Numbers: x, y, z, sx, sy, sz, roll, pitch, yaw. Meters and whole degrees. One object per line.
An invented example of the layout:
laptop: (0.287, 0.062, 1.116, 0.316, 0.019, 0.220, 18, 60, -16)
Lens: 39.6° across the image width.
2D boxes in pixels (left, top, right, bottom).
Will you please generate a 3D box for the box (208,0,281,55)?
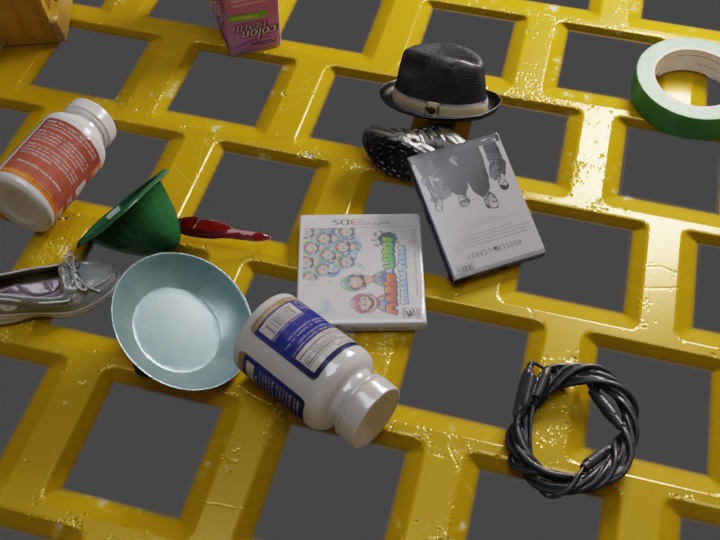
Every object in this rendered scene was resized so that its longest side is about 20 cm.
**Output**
box: (-0.210, -0.511, 1.721, 0.096, 0.201, 0.177, -16, 54, -12)

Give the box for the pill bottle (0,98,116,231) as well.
pill bottle: (-0.456, -0.164, 1.503, 0.111, 0.113, 0.201, 20, 54, 15)

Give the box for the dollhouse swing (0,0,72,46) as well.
dollhouse swing: (-0.621, -0.487, 1.719, 0.198, 0.177, 0.183, -4, 52, -2)

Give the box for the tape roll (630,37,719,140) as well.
tape roll: (0.552, -0.303, 1.655, 0.198, 0.048, 0.202, 0, 51, 0)

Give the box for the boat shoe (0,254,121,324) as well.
boat shoe: (-0.434, 0.022, 1.386, 0.200, 0.065, 0.075, -9, 52, -7)

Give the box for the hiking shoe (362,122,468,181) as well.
hiking shoe: (0.102, -0.189, 1.559, 0.198, 0.076, 0.101, 19, 45, 3)

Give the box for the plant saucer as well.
plant saucer: (-0.239, 0.073, 1.332, 0.199, 0.039, 0.203, 16, 54, -23)

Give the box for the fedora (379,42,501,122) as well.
fedora: (0.130, -0.309, 1.597, 0.198, 0.092, 0.201, 3, 29, -2)

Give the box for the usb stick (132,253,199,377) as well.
usb stick: (-0.261, 0.059, 1.378, 0.055, 0.033, 0.201, 12, 52, 0)

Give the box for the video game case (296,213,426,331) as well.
video game case: (0.000, 0.000, 1.430, 0.180, 0.024, 0.202, -1, 52, 0)

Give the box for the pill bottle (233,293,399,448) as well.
pill bottle: (-0.054, 0.130, 1.267, 0.199, 0.120, 0.120, 35, 59, 24)

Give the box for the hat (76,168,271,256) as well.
hat: (-0.282, -0.032, 1.445, 0.176, 0.199, 0.166, 50, 39, -15)

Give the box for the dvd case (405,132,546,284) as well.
dvd case: (0.168, -0.093, 1.463, 0.149, 0.025, 0.202, -16, 74, -12)

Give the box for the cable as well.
cable: (0.268, 0.205, 1.260, 0.161, 0.051, 0.201, 15, 50, 5)
